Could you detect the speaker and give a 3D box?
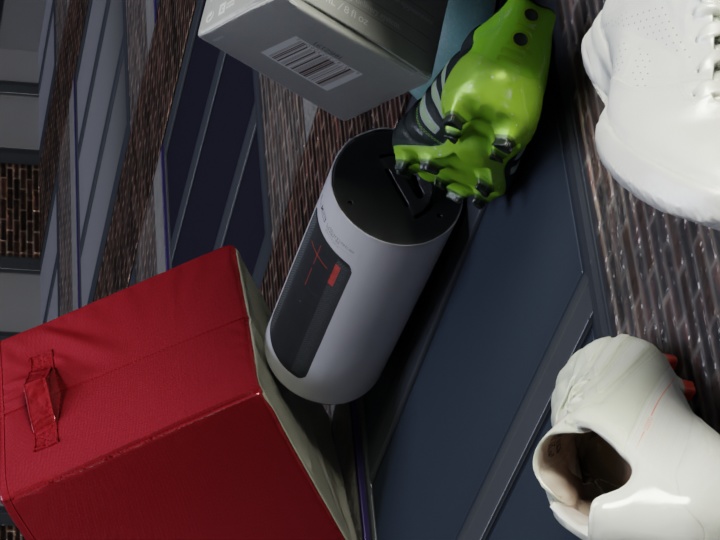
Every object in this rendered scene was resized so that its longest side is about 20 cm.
[{"bbox_3d":[0.000,0.000,1.490,0.200,0.081,0.081,115,155,-57],"label":"speaker"}]

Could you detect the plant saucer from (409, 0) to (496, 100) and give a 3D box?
[{"bbox_3d":[0.041,-0.190,1.458,0.200,0.036,0.201,-176,90,-78],"label":"plant saucer"}]

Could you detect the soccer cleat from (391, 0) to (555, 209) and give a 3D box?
[{"bbox_3d":[0.064,-0.086,1.292,0.081,0.067,0.200,-65,4,-12],"label":"soccer cleat"}]

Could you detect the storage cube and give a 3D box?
[{"bbox_3d":[-0.121,0.122,1.624,0.171,0.179,0.200,-105,-10,-55],"label":"storage cube"}]

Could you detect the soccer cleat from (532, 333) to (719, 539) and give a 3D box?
[{"bbox_3d":[0.102,0.070,1.020,0.200,0.077,0.070,-130,45,-72],"label":"soccer cleat"}]

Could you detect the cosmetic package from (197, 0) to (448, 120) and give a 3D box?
[{"bbox_3d":[-0.005,-0.195,1.329,0.090,0.107,0.201,-20,51,51],"label":"cosmetic package"}]

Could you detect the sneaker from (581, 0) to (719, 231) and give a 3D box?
[{"bbox_3d":[0.134,-0.083,0.960,0.200,0.075,0.089,-106,35,-59],"label":"sneaker"}]
